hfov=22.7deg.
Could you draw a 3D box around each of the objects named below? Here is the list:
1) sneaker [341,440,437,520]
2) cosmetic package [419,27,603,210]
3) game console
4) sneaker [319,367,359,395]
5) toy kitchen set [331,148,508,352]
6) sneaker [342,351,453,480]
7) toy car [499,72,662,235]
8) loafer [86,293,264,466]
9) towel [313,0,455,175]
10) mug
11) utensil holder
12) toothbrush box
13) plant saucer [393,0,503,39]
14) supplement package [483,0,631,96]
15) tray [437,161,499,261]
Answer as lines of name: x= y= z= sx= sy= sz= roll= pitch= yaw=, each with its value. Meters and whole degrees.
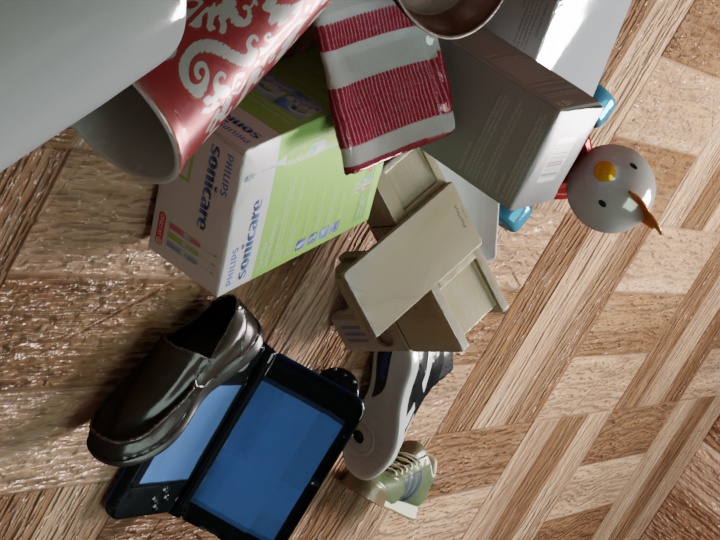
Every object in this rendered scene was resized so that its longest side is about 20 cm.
sneaker: x=0.041 y=0.242 z=2.167 sx=0.090 sy=0.067 sz=0.200 roll=-60 pitch=157 yaw=-4
cosmetic package: x=0.096 y=-0.150 z=1.576 sx=0.090 sy=0.200 sz=0.107 roll=-13 pitch=137 yaw=-53
game console: x=-0.119 y=0.178 z=1.716 sx=0.200 sy=0.118 sz=0.171 roll=-60 pitch=156 yaw=12
sneaker: x=-0.072 y=0.194 z=1.886 sx=0.200 sy=0.066 sz=0.091 roll=-44 pitch=152 yaw=-26
toy kitchen set: x=0.000 y=0.000 z=1.756 sx=0.163 sy=0.180 sz=0.200 roll=-41 pitch=113 yaw=-34
sneaker: x=0.053 y=0.145 z=2.039 sx=0.112 sy=0.073 sz=0.200 roll=-22 pitch=139 yaw=-48
toy car: x=0.242 y=-0.107 z=1.895 sx=0.184 sy=0.200 sz=0.177 roll=-51 pitch=156 yaw=-6
loafer: x=-0.170 y=0.088 z=1.579 sx=0.200 sy=0.073 sz=0.071 roll=-46 pitch=146 yaw=-29
towel: x=0.016 y=-0.191 z=1.461 sx=0.144 sy=0.023 sz=0.200 roll=-25 pitch=108 yaw=-47
mug: x=-0.126 y=-0.177 z=1.272 sx=0.200 sy=0.177 sz=0.134 roll=-47 pitch=119 yaw=-24
utensil holder: x=-0.224 y=-0.145 z=1.040 sx=0.200 sy=0.170 sz=0.170 roll=-39 pitch=152 yaw=-34
toothbrush box: x=-0.069 y=-0.088 z=1.491 sx=0.200 sy=0.086 sz=0.146 roll=-30 pitch=145 yaw=-44
plant saucer: x=0.066 y=-0.290 z=1.461 sx=0.200 sy=0.034 sz=0.201 roll=-17 pitch=112 yaw=-50
supplement package: x=0.156 y=-0.211 z=1.710 sx=0.156 sy=0.111 sz=0.200 roll=-25 pitch=144 yaw=-47
tray: x=0.089 y=-0.067 z=1.843 sx=0.107 sy=0.022 sz=0.200 roll=-9 pitch=145 yaw=-5
